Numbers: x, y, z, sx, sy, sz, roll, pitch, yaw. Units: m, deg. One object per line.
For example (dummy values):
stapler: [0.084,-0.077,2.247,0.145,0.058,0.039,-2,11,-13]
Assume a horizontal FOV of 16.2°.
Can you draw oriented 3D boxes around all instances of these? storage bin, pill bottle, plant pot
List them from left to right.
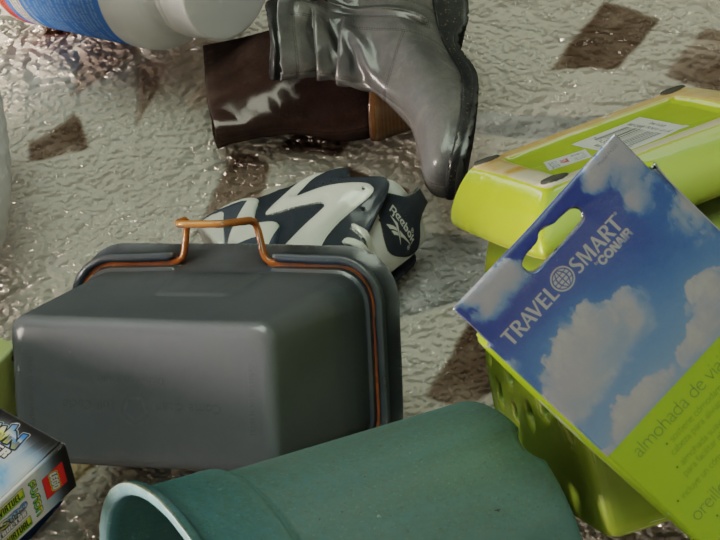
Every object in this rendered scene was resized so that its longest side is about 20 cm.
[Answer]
pill bottle: [-0.161,-0.211,1.738,0.200,0.112,0.112,17,48,41]
storage bin: [-0.092,0.047,1.399,0.199,0.146,0.134,1,9,20]
plant pot: [-0.001,0.166,1.279,0.196,0.201,0.200,-21,43,-23]
plant pot: [0.166,0.009,1.362,0.199,0.182,0.200,-21,11,-10]

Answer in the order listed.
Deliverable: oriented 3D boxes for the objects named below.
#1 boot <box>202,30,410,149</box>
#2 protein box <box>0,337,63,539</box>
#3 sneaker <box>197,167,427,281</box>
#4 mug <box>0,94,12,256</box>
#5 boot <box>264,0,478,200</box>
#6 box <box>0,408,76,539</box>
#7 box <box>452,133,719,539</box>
boot: [-0.025,-0.164,1.715,0.166,0.072,0.200,-6,46,1]
protein box: [-0.313,0.119,1.416,0.200,0.135,0.199,19,50,27]
sneaker: [0.000,0.000,1.528,0.129,0.080,0.199,-32,37,-12]
mug: [-0.312,-0.042,1.602,0.200,0.148,0.176,-33,47,19]
boot: [0.004,-0.122,1.603,0.131,0.070,0.200,3,43,-7]
box: [-0.257,0.094,1.309,0.200,0.035,0.110,25,53,30]
box: [0.153,0.042,1.239,0.122,0.200,0.048,-47,7,-1]
